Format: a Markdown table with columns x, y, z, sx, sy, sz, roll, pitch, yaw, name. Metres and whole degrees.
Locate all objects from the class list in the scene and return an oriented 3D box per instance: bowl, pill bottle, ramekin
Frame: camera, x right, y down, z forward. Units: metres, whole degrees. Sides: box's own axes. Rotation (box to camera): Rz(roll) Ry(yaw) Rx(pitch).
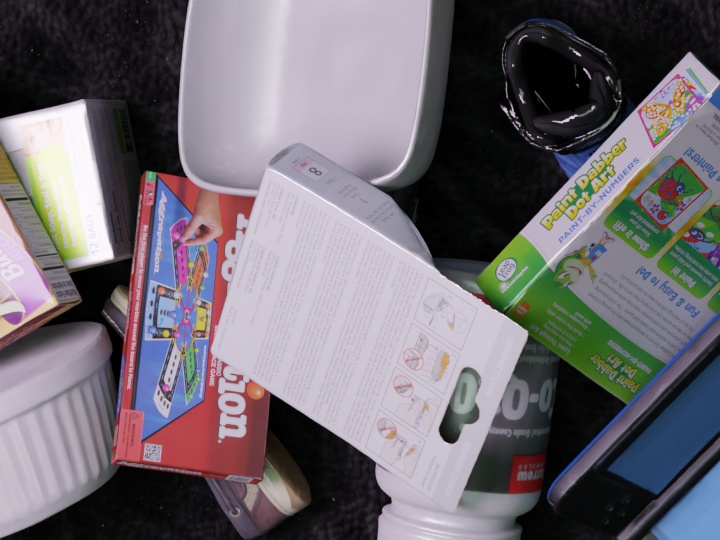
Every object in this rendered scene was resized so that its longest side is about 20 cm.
| x | y | z | sx | sy | sz | roll | pitch | yaw | name |
| --- | --- | --- | --- | --- | --- | --- | --- | --- | --- |
| -0.021 | -0.142 | 1.581 | 0.199 | 0.074 | 0.202 | 1 | 82 | 33 | bowl |
| 0.071 | 0.098 | 1.588 | 0.113 | 0.114 | 0.202 | 8 | 96 | 11 | pill bottle |
| -0.252 | 0.116 | 1.620 | 0.201 | 0.202 | 0.095 | -17 | 101 | 12 | ramekin |

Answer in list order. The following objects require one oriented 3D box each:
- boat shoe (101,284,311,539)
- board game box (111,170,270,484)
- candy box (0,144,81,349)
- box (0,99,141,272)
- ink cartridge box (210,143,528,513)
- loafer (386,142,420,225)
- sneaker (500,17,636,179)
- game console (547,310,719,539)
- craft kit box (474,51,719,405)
| x | y | z | sx | sy | sz | roll | pitch | yaw | name |
| --- | --- | --- | --- | --- | --- | --- | --- | --- | --- |
| -0.117 | 0.100 | 1.650 | 0.065 | 0.072 | 0.200 | -41 | 91 | 7 | boat shoe |
| -0.107 | 0.038 | 1.611 | 0.102 | 0.019 | 0.202 | 9 | 72 | -17 | board game box |
| -0.283 | -0.038 | 1.577 | 0.116 | 0.056 | 0.201 | -29 | 86 | 12 | candy box |
| -0.257 | -0.044 | 1.652 | 0.198 | 0.101 | 0.114 | -11 | 91 | 12 | box |
| 0.009 | 0.036 | 1.520 | 0.199 | 0.057 | 0.163 | 30 | 128 | 13 | ink cartridge box |
| 0.000 | 0.000 | 1.628 | 0.063 | 0.072 | 0.201 | 22 | 97 | -28 | loafer |
| 0.158 | -0.079 | 1.559 | 0.076 | 0.111 | 0.201 | -33 | 87 | 12 | sneaker |
| 0.250 | 0.132 | 1.556 | 0.200 | 0.170 | 0.118 | -47 | 58 | 10 | game console |
| 0.202 | -0.013 | 1.522 | 0.198 | 0.200 | 0.049 | -48 | 44 | 8 | craft kit box |
